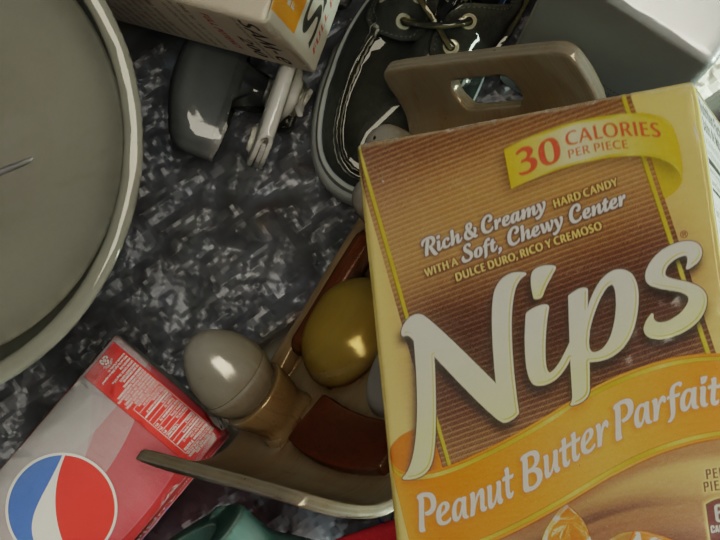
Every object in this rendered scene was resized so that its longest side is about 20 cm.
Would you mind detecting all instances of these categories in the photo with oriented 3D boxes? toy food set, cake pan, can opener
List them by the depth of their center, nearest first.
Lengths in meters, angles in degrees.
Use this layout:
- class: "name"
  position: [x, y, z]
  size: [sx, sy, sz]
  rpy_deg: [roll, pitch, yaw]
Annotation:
- class: "cake pan"
  position: [-0.176, -0.048, 0.760]
  size: [0.200, 0.037, 0.201]
  rpy_deg: [0, 92, 6]
- class: "toy food set"
  position: [0.000, 0.000, 0.779]
  size: [0.060, 0.143, 0.200]
  rpy_deg: [38, 74, -24]
- class: "can opener"
  position: [-0.031, -0.141, 0.895]
  size: [0.067, 0.053, 0.200]
  rpy_deg: [17, 82, -5]

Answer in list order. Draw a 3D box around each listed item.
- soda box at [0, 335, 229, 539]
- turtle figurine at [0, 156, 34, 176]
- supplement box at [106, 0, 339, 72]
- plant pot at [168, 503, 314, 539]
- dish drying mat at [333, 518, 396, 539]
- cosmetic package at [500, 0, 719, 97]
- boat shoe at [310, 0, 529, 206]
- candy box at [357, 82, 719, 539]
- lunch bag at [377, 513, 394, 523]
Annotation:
- class: "soda box"
  position: [-0.141, 0.123, 0.851]
  size: [0.063, 0.070, 0.200]
  rpy_deg: [40, 83, 2]
- class: "turtle figurine"
  position: [-0.219, -0.074, 0.701]
  size: [0.200, 0.101, 0.150]
  rpy_deg: [-5, 91, 12]
- class: "supplement box"
  position: [-0.097, -0.173, 0.862]
  size: [0.200, 0.074, 0.126]
  rpy_deg: [17, 83, 18]
- class: "plant pot"
  position: [-0.051, 0.175, 0.773]
  size: [0.200, 0.200, 0.134]
  rpy_deg: [-39, 96, -6]
- class: "dish drying mat"
  position: [-0.039, 0.142, 0.690]
  size: [0.200, 0.018, 0.077]
  rpy_deg: [-20, 65, -11]
- class: "cosmetic package"
  position: [0.120, -0.119, 0.825]
  size: [0.071, 0.200, 0.102]
  rpy_deg: [33, 82, 2]
- class: "boat shoe"
  position: [0.039, -0.120, 0.894]
  size: [0.069, 0.057, 0.200]
  rpy_deg: [30, 83, 1]
- class: "candy box"
  position: [0.069, 0.050, 0.658]
  size: [0.115, 0.055, 0.200]
  rpy_deg: [-10, 77, 16]
- class: "lunch bag"
  position: [0.095, 0.056, 0.818]
  size: [0.200, 0.170, 0.124]
  rpy_deg: [-34, 90, -3]
